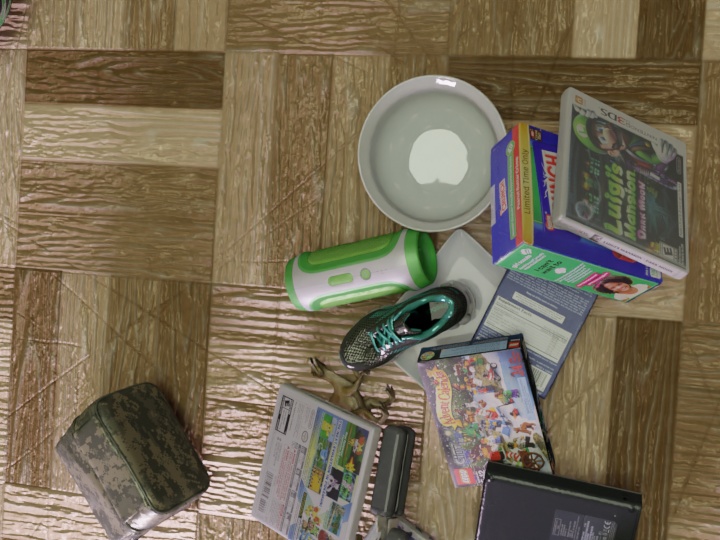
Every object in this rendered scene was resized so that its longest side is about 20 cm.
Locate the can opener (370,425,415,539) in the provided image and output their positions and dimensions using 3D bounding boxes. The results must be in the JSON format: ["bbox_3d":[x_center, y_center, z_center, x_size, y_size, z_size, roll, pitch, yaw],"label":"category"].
[{"bbox_3d":[0.052,0.311,1.227,0.066,0.053,0.203,7,85,33],"label":"can opener"}]

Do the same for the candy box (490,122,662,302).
[{"bbox_3d":[0.259,-0.069,1.125,0.198,0.077,0.171,13,61,-18],"label":"candy box"}]

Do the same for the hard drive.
[{"bbox_3d":[0.252,0.331,1.206,0.197,0.033,0.141,10,117,11],"label":"hard drive"}]

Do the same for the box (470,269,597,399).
[{"bbox_3d":[0.231,0.049,1.204,0.120,0.032,0.202,27,97,9],"label":"box"}]

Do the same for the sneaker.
[{"bbox_3d":[0.053,0.072,1.217,0.199,0.091,0.078,-30,83,13],"label":"sneaker"}]

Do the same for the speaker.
[{"bbox_3d":[0.000,0.000,1.252,0.198,0.088,0.090,-12,88,24],"label":"speaker"}]

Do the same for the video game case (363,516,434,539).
[{"bbox_3d":[0.056,0.460,1.283,0.181,0.022,0.201,34,99,11],"label":"video game case"}]

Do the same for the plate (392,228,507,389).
[{"bbox_3d":[0.145,0.082,1.257,0.200,0.032,0.200,41,99,10],"label":"plate"}]

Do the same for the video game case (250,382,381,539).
[{"bbox_3d":[-0.065,0.279,1.277,0.181,0.022,0.203,18,97,39],"label":"video game case"}]

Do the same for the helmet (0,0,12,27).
[{"bbox_3d":[-0.606,-0.418,1.356,0.197,0.192,0.202,-1,53,2],"label":"helmet"}]

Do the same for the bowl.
[{"bbox_3d":[0.101,-0.150,1.233,0.198,0.090,0.204,0,90,13],"label":"bowl"}]

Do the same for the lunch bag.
[{"bbox_3d":[-0.338,0.283,1.327,0.167,0.139,0.201,-40,79,28],"label":"lunch bag"}]

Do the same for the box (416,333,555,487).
[{"bbox_3d":[0.165,0.185,1.201,0.135,0.038,0.202,-10,113,19],"label":"box"}]

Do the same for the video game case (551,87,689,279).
[{"bbox_3d":[0.315,-0.107,1.112,0.180,0.023,0.202,21,57,-15],"label":"video game case"}]

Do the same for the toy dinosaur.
[{"bbox_3d":[0.000,0.199,1.294,0.101,0.058,0.202,-29,83,28],"label":"toy dinosaur"}]
